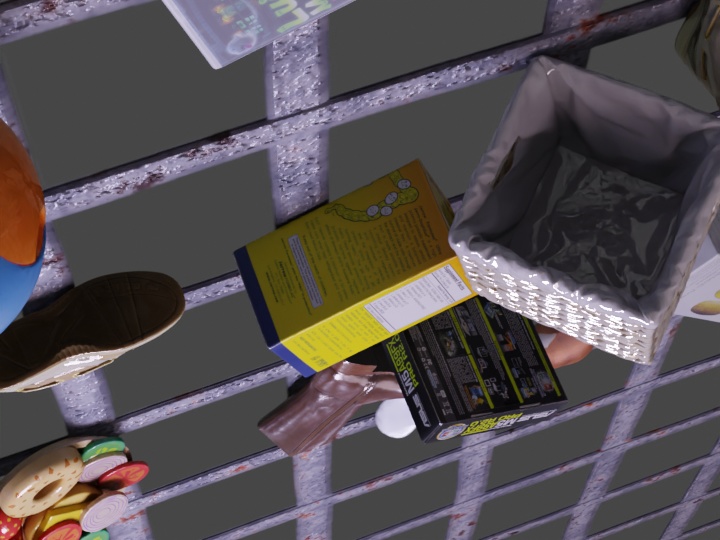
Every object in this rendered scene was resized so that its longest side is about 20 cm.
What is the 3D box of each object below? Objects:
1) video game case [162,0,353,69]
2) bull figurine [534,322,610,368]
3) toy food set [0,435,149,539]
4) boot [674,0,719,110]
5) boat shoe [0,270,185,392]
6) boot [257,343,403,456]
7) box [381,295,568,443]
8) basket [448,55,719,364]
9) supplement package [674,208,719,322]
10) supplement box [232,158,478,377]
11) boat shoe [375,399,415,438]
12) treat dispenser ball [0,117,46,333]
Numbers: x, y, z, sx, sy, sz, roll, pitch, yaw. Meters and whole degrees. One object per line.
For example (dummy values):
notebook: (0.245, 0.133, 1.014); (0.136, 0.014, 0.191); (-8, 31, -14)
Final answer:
video game case: (-0.058, -0.230, 1.156); (0.181, 0.023, 0.200); (-25, 156, 6)
bull figurine: (0.231, 0.090, 2.000); (0.199, 0.066, 0.122); (-21, 159, 0)
toy food set: (-0.327, 0.254, 1.818); (0.197, 0.049, 0.201); (-7, 136, -46)
boot: (0.345, -0.190, 1.422); (0.072, 0.155, 0.200); (-15, 155, -15)
boat shoe: (-0.255, 0.057, 1.520); (0.199, 0.075, 0.066); (-19, 168, -5)
boot: (-0.001, 0.156, 1.911); (0.185, 0.065, 0.200); (17, 135, -24)
box: (0.101, 0.067, 1.675); (0.159, 0.201, 0.044); (-7, 152, -32)
basket: (0.205, -0.049, 1.466); (0.199, 0.199, 0.161); (-63, 165, -15)
supplement package: (0.379, -0.023, 1.843); (0.114, 0.110, 0.199); (-38, 152, 30)
supplement box: (0.000, 0.000, 1.565); (0.199, 0.110, 0.109); (-26, 156, 8)
boat shoe: (0.088, 0.115, 1.940); (0.200, 0.069, 0.057); (-47, -177, 28)
treat dispenser ball: (-0.313, -0.031, 1.124); (0.199, 0.202, 0.201); (-19, 155, -9)
